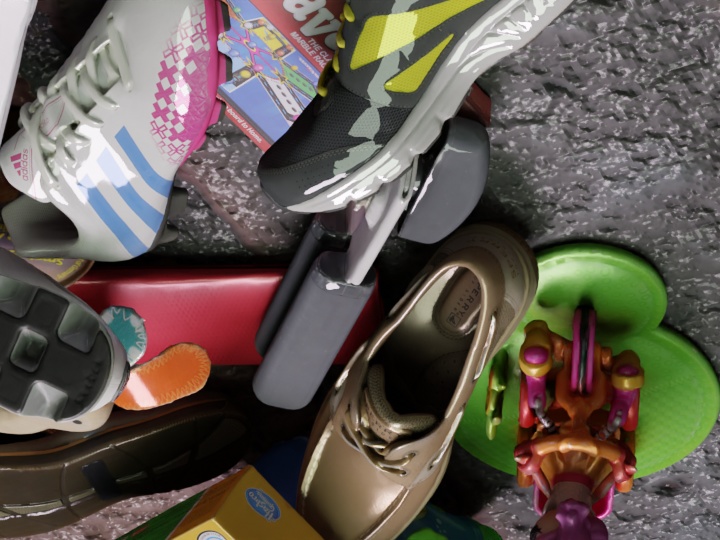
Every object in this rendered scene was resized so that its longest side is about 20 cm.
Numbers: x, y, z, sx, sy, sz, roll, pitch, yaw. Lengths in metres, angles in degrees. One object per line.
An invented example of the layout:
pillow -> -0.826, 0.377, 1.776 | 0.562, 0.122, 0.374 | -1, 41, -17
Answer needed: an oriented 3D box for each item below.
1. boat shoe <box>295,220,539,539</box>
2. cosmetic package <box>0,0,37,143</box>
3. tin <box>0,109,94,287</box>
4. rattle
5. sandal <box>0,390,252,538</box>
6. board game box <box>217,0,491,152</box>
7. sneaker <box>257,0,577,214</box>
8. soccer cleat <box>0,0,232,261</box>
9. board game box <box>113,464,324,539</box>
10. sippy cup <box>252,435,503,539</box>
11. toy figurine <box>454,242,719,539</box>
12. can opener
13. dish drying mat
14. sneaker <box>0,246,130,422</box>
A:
boat shoe -> 0.016, 0.065, 1.368 | 0.071, 0.064, 0.201 | 32, 113, 12
cosmetic package -> -0.242, -0.112, 1.184 | 0.198, 0.123, 0.200 | 12, 139, -10
tin -> -0.222, -0.038, 1.341 | 0.199, 0.042, 0.112 | 9, 137, -7
rattle -> -0.188, 0.085, 1.375 | 0.199, 0.143, 0.131 | 12, 142, 21
sandal -> -0.158, 0.093, 1.491 | 0.199, 0.055, 0.082 | -17, 145, 3
board game box -> -0.037, -0.110, 1.250 | 0.103, 0.020, 0.200 | -22, 134, 28
sneaker -> 0.017, -0.110, 1.197 | 0.085, 0.075, 0.200 | 39, 109, -20
soccer cleat -> -0.112, -0.067, 1.226 | 0.086, 0.070, 0.200 | -8, 145, -21
board game box -> -0.037, 0.202, 1.438 | 0.200, 0.040, 0.153 | 45, 140, -11
sippy cup -> -0.010, 0.162, 1.503 | 0.130, 0.140, 0.178 | 40, 121, -22
toy figurine -> 0.109, 0.119, 1.387 | 0.149, 0.185, 0.201 | 3, 140, 2
can opener -> 0.000, 0.000, 1.326 | 0.066, 0.053, 0.200 | 16, 140, -16
dish drying mat -> -0.087, 0.022, 1.418 | 0.199, 0.018, 0.077 | -1, 141, 5
sneaker -> -0.197, 0.012, 1.302 | 0.199, 0.074, 0.088 | 31, -176, 8
